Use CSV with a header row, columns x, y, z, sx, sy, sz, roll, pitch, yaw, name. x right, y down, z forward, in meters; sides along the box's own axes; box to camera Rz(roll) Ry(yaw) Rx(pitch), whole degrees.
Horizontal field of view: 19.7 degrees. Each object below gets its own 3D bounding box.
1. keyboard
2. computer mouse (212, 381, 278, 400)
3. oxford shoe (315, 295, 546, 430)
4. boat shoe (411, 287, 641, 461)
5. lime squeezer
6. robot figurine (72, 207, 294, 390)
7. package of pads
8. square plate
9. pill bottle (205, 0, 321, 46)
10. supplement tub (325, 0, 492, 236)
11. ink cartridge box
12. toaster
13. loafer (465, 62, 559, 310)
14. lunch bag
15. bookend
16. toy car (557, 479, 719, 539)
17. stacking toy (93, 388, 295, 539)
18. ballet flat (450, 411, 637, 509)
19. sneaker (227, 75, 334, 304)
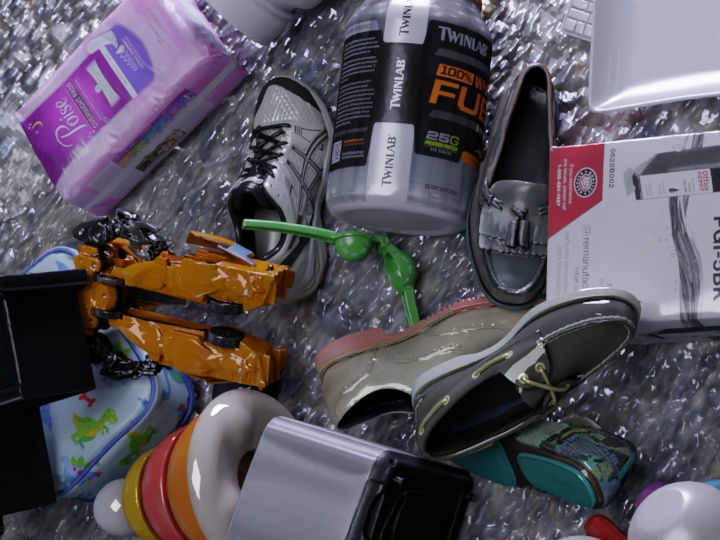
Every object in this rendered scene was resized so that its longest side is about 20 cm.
x,y,z,sx,sy,sz,roll,pitch,yaw,name
0.250,-0.188,1.630,0.199,0.011,0.057,22,90,32,keyboard
-0.121,0.156,1.744,0.058,0.034,0.201,18,88,31,computer mouse
0.065,0.076,1.620,0.199,0.071,0.074,-19,54,12,oxford shoe
0.122,0.079,1.525,0.201,0.072,0.060,-30,35,27,boat shoe
0.000,0.000,1.692,0.200,0.038,0.071,38,85,2,lime squeezer
-0.155,0.027,1.697,0.199,0.058,0.146,13,108,22,robot figurine
-0.206,-0.158,1.843,0.200,0.076,0.121,-43,59,14,package of pads
0.275,-0.221,1.602,0.197,0.028,0.201,-5,71,25,square plate
-0.049,-0.296,1.763,0.200,0.113,0.113,-48,61,11,pill bottle
0.041,-0.136,1.670,0.122,0.122,0.201,1,80,29,supplement tub
0.246,-0.025,1.551,0.199,0.083,0.148,-5,76,29,ink cartridge box
-0.016,0.218,1.576,0.118,0.200,0.182,16,87,27,toaster
0.122,-0.070,1.610,0.071,0.063,0.201,6,62,0,loafer
-0.242,0.089,1.800,0.161,0.082,0.200,-45,61,14,lunch bag
-0.301,0.119,1.708,0.198,0.092,0.201,-17,82,44,bookend
0.219,0.221,1.484,0.199,0.175,0.150,-30,29,20,toy car
-0.148,0.182,1.688,0.199,0.146,0.147,-14,71,37,stacking toy
0.134,0.133,1.586,0.200,0.074,0.075,19,88,48,ballet flat
-0.069,-0.076,1.739,0.075,0.088,0.201,-11,71,29,sneaker
